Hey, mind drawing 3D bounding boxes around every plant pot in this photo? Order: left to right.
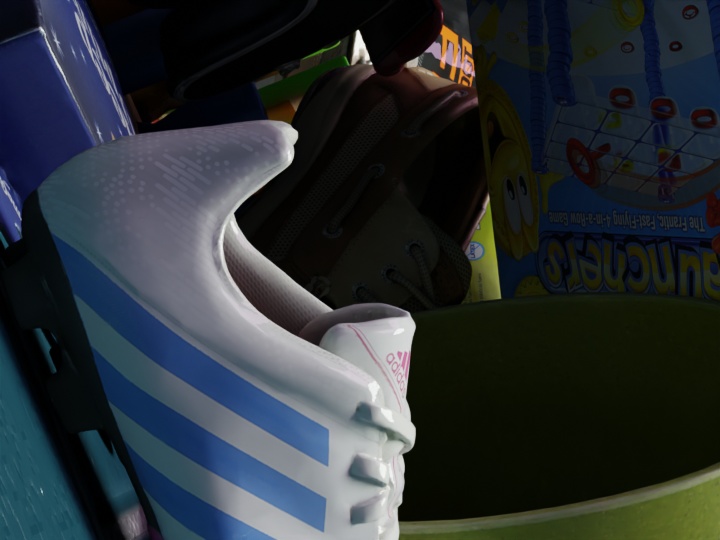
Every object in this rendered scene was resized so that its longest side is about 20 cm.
[{"bbox_3d":[0.054,0.130,0.826,0.187,0.186,0.201,-108,-171,-74],"label":"plant pot"}]

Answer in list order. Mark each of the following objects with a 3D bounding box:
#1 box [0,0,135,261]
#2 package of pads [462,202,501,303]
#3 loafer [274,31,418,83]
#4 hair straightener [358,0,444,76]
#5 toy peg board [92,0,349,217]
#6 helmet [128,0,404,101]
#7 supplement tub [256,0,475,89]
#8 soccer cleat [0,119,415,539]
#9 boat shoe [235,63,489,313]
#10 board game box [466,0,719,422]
[{"bbox_3d":[-0.089,-0.056,0.779,0.200,0.032,0.121,-109,177,-47],"label":"box"},{"bbox_3d":[0.058,0.055,1.105,0.200,0.068,0.155,55,26,-48],"label":"package of pads"},{"bbox_3d":[-0.004,-0.060,1.211,0.063,0.201,0.072,23,8,32],"label":"loafer"},{"bbox_3d":[-0.025,-0.161,1.036,0.077,0.041,0.201,25,38,-40],"label":"hair straightener"},{"bbox_3d":[-0.053,-0.071,1.068,0.199,0.097,0.200,-111,178,-54],"label":"toy peg board"},{"bbox_3d":[-0.030,-0.165,0.875,0.191,0.199,0.201,-49,-122,56],"label":"helmet"},{"bbox_3d":[-0.004,-0.094,1.337,0.200,0.122,0.123,19,41,-48],"label":"supplement tub"},{"bbox_3d":[-0.015,0.058,0.686,0.070,0.086,0.201,-108,176,-73],"label":"soccer cleat"},{"bbox_3d":[0.000,0.000,0.969,0.076,0.074,0.200,63,35,-41],"label":"boat shoe"},{"bbox_3d":[0.108,-0.053,0.907,0.200,0.056,0.197,4,-78,64],"label":"board game box"}]
